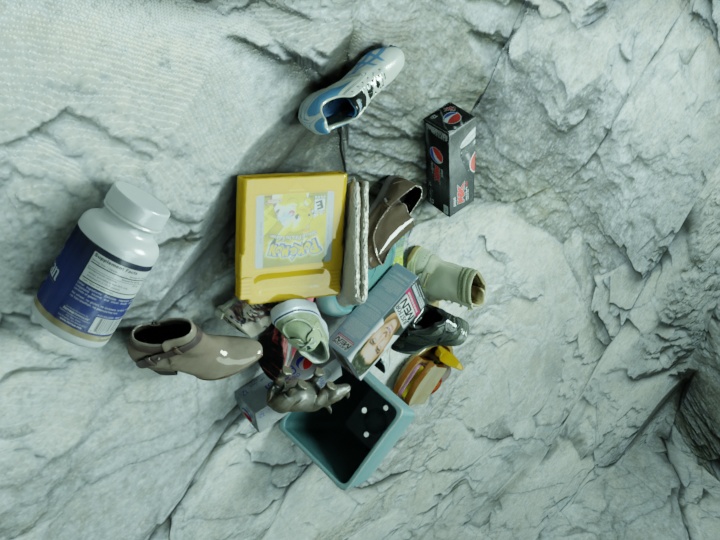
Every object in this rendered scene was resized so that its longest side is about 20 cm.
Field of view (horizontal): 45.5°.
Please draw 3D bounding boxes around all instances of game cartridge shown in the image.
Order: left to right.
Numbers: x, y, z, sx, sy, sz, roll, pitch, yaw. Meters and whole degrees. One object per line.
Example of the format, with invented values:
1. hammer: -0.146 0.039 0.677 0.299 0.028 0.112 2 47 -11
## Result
1. game cartridge: -0.106 -0.050 1.323 0.175 0.032 0.202 -6 110 -26

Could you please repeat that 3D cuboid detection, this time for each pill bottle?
1. pill bottle: -0.332 -0.010 1.116 0.111 0.111 0.201 20 106 -55

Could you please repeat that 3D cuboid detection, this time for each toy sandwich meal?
1. toy sandwich meal: 0.156 0.247 1.962 0.204 0.070 0.206 -30 141 -28

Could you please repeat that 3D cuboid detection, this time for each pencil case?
1. pencil case: -0.144 0.021 1.394 0.200 0.078 0.090 -46 127 -6

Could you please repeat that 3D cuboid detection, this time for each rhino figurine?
1. rhino figurine: -0.088 0.221 1.542 0.199 0.060 0.088 13 126 -49

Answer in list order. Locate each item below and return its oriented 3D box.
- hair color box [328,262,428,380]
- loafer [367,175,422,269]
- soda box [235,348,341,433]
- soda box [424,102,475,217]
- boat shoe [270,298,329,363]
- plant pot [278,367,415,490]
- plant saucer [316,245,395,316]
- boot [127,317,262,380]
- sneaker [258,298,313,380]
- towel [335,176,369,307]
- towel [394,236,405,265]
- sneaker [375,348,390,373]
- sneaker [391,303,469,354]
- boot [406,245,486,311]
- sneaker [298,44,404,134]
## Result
1. hair color box: 0.033 0.094 1.581 0.200 0.060 0.099 -48 148 -14
2. loafer: 0.053 -0.087 1.453 0.073 0.070 0.201 62 40 -44
3. soda box: -0.131 0.211 1.599 0.199 0.068 0.064 -33 143 -25
4. soda box: 0.164 -0.198 1.556 0.071 0.063 0.201 -34 144 -22
5. boat shoe: -0.088 0.100 1.402 0.072 0.062 0.200 -24 157 8
6. plant pot: -0.002 0.302 1.734 0.197 0.195 0.200 -54 154 6
7. plant saucer: 0.000 0.000 1.530 0.200 0.027 0.201 -35 143 -32
8. boot: -0.252 0.114 1.311 0.198 0.071 0.147 -11 153 -7
9. sneaker: -0.120 0.110 1.510 0.086 0.074 0.201 -14 132 -43
10. towel: -0.016 -0.043 1.385 0.034 0.132 0.202 1 86 -13
11. towel: 0.012 -0.014 1.591 0.199 0.023 0.145 -24 137 -34
12. sneaker: 0.048 0.127 1.726 0.092 0.076 0.201 -40 146 -23
13. sneaker: 0.112 0.113 1.731 0.114 0.199 0.077 34 61 -32
14. boot: 0.175 0.046 1.712 0.072 0.154 0.201 -54 150 -29
15. sneaker: -0.002 -0.267 1.290 0.200 0.072 0.072 -39 143 -19
